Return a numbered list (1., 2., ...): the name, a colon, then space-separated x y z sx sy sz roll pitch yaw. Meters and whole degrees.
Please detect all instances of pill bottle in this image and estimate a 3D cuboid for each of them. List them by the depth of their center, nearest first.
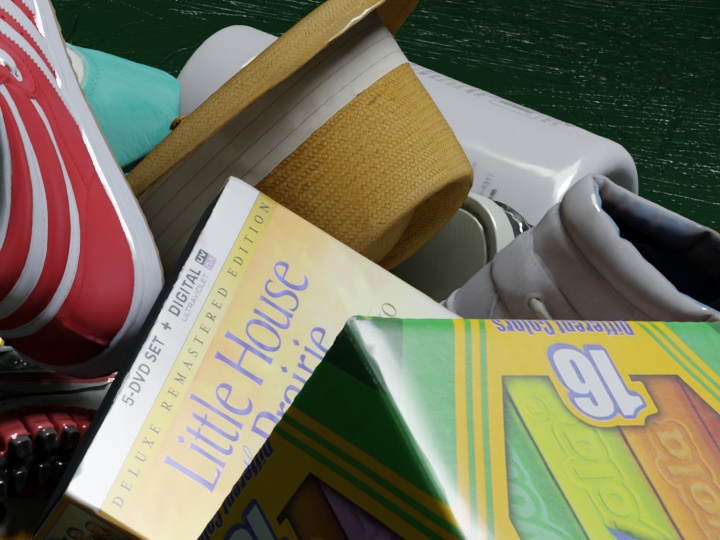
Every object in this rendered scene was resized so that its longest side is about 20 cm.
1. pill bottle: 0.013 -0.036 1.079 0.199 0.115 0.114 24 18 24

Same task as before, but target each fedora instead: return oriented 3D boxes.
1. fedora: -0.020 -0.028 0.863 0.082 0.200 0.201 49 21 2

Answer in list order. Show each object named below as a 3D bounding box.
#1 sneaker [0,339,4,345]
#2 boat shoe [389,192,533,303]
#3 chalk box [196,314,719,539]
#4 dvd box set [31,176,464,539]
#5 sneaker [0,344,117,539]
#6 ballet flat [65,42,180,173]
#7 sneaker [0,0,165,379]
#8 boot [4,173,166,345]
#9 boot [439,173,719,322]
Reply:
1. sneaker: -0.192 -0.003 0.879 0.077 0.073 0.200 2 32 -37
2. boat shoe: 0.000 -0.002 0.974 0.199 0.075 0.066 -8 -9 44
3. chalk box: 0.056 0.123 0.532 0.124 0.124 0.200 1 46 -39
4. dvd box set: 0.020 0.073 0.691 0.200 0.029 0.147 32 40 -7
5. sneaker: -0.091 0.048 0.778 0.082 0.078 0.200 25 19 33
6. ballet flat: -0.151 -0.051 0.808 0.199 0.071 0.067 -18 41 -18
7. sneaker: -0.134 -0.063 0.711 0.200 0.071 0.112 57 10 20
8. boot: -0.138 -0.023 1.000 0.097 0.075 0.200 16 24 -34
9. boot: 0.124 0.051 0.830 0.200 0.096 0.074 35 30 -17
